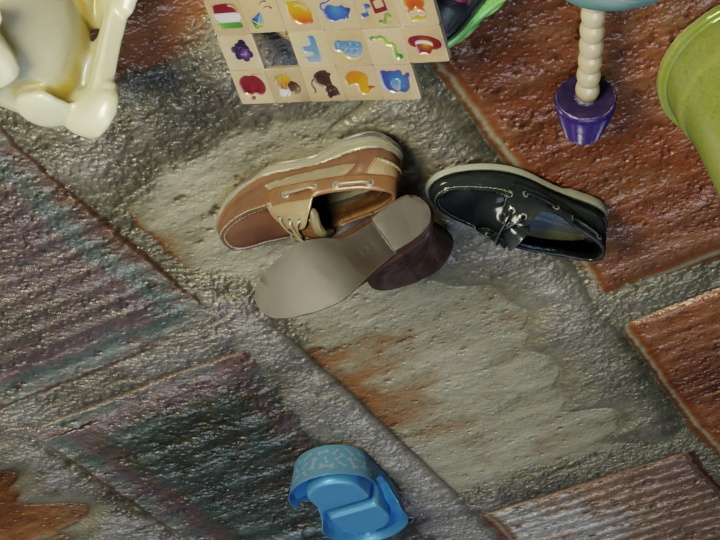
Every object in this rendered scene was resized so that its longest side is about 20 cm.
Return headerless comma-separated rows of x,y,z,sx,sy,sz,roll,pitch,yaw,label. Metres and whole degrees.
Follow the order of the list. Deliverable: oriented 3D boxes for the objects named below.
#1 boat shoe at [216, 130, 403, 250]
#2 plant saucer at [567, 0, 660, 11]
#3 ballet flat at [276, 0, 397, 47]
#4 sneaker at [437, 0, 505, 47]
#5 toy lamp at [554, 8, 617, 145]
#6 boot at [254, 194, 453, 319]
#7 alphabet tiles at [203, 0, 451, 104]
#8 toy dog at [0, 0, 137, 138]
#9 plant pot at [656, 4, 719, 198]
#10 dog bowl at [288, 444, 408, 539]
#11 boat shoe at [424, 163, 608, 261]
-0.050,-0.061,1.479,0.200,0.072,0.076,-25,141,24,boat shoe
0.225,-0.275,1.191,0.200,0.036,0.200,-18,136,-18,plant saucer
-0.003,-0.215,1.251,0.070,0.065,0.200,-2,159,-36,ballet flat
0.081,-0.239,1.267,0.200,0.077,0.084,-33,115,32,sneaker
0.196,-0.185,1.362,0.058,0.058,0.200,-6,142,-1,toy lamp
0.000,0.000,1.509,0.186,0.064,0.200,-27,171,3,boot
-0.032,-0.203,1.234,0.200,0.008,0.167,1,129,27,alphabet tiles
-0.294,-0.199,1.218,0.200,0.140,0.194,19,174,-34,toy dog
0.375,-0.113,1.378,0.200,0.184,0.200,-5,144,-3,plant pot
-0.016,0.278,1.980,0.111,0.050,0.200,-19,144,17,dog bowl
0.156,-0.048,1.535,0.199,0.066,0.075,16,139,-28,boat shoe
